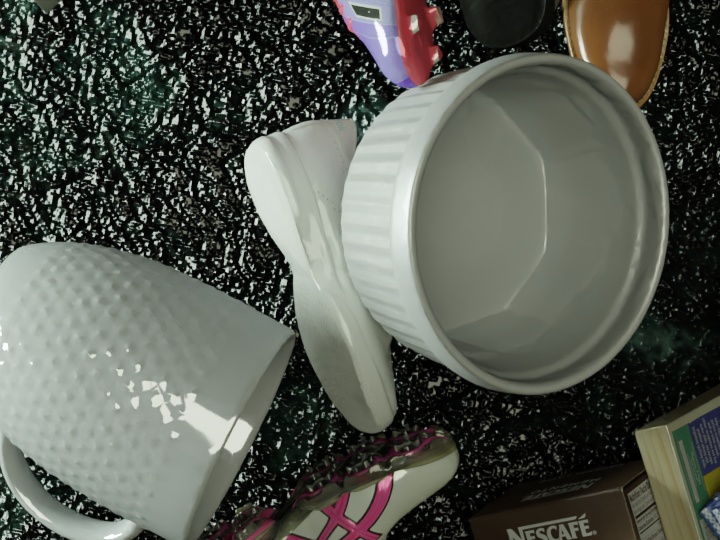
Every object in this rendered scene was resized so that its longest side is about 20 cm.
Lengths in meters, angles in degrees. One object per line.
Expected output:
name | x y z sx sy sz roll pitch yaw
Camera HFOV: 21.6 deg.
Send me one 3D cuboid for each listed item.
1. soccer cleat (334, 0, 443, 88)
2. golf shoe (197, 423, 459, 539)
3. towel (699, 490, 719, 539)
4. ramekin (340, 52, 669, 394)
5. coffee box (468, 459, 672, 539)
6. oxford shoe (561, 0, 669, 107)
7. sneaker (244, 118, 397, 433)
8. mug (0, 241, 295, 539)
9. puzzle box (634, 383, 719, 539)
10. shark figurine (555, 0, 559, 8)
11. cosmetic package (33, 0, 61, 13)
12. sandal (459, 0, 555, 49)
soccer cleat | -0.001 -0.191 1.168 0.076 0.067 0.202 -19 62 14
golf shoe | -0.017 0.171 1.201 0.199 0.073 0.093 -31 98 8
towel | 0.306 0.149 1.189 0.200 0.024 0.145 -39 96 -35
ramekin | 0.081 -0.030 1.150 0.198 0.105 0.203 -3 96 -33
coffee box | 0.156 0.230 1.179 0.114 0.080 0.202 -17 91 31
oxford shoe | 0.169 -0.200 1.202 0.070 0.071 0.202 3 92 -4
sneaker | 0.000 0.000 1.202 0.088 0.075 0.202 -21 97 -26
mug | -0.158 0.084 1.165 0.174 0.148 0.201 27 120 5
puzzle box | 0.241 0.176 1.189 0.025 0.133 0.202 -15 91 40
shark figurine | 0.123 -0.279 1.198 0.127 0.089 0.217 -18 83 31
cosmetic package | -0.157 -0.265 1.175 0.200 0.087 0.104 -40 94 -2
sandal | 0.066 -0.234 1.156 0.075 0.048 0.202 -26 78 29
